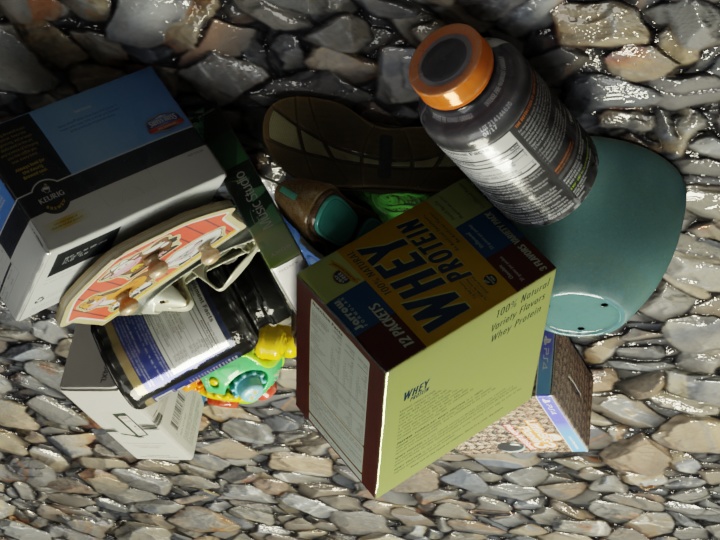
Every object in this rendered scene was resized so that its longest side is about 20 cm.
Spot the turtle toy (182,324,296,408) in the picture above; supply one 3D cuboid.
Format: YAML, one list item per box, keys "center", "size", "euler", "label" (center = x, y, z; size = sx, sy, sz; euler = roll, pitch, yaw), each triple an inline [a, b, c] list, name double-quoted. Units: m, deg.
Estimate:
- center: [-0.145, 0.106, 1.938]
  size: [0.144, 0.102, 0.200]
  euler: [9, 179, 12]
  label: "turtle toy"

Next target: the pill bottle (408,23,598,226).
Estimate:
- center: [0.119, -0.129, 1.447]
  size: [0.105, 0.107, 0.200]
  euler: [-10, 147, 31]
  label: "pill bottle"

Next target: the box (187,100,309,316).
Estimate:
- center: [-0.091, -0.046, 1.578]
  size: [0.036, 0.201, 0.145]
  euler: [-30, 147, -2]
  label: "box"

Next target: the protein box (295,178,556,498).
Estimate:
- center: [0.055, 0.063, 1.553]
  size: [0.198, 0.135, 0.201]
  euler: [-30, 148, -24]
  label: "protein box"

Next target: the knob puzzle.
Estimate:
- center: [-0.194, 0.001, 1.547]
  size: [0.218, 0.031, 0.220]
  euler: [-32, 171, -5]
  label: "knob puzzle"

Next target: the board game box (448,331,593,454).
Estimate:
- center: [0.153, 0.138, 1.948]
  size: [0.198, 0.098, 0.160]
  euler: [-5, 150, 23]
  label: "board game box"

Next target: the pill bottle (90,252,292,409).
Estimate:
- center: [-0.179, 0.057, 1.799]
  size: [0.199, 0.112, 0.112]
  euler: [-28, 149, -3]
  label: "pill bottle"

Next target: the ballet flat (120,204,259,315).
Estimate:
- center: [-0.175, 0.005, 1.717]
  size: [0.199, 0.064, 0.067]
  euler: [-35, 173, 0]
  label: "ballet flat"

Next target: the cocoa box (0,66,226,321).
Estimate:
- center: [-0.249, -0.072, 1.515]
  size: [0.199, 0.132, 0.134]
  euler: [-27, 165, -36]
  label: "cocoa box"

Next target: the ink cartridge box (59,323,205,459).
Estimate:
- center: [-0.258, 0.116, 1.967]
  size: [0.083, 0.147, 0.200]
  euler: [-2, 150, 22]
  label: "ink cartridge box"

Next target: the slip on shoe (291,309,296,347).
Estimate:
- center: [0.017, 0.057, 1.872]
  size: [0.198, 0.061, 0.076]
  euler: [1, 152, 14]
  label: "slip on shoe"

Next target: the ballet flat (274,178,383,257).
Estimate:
- center: [-0.027, -0.039, 1.569]
  size: [0.072, 0.068, 0.200]
  euler: [28, 176, 28]
  label: "ballet flat"

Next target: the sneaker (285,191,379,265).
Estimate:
- center: [-0.001, 0.001, 1.674]
  size: [0.200, 0.077, 0.111]
  euler: [51, 155, 7]
  label: "sneaker"

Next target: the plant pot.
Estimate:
- center: [0.210, -0.017, 1.598]
  size: [0.198, 0.136, 0.201]
  euler: [5, 152, 3]
  label: "plant pot"

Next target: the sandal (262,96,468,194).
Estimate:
- center: [0.004, -0.109, 1.566]
  size: [0.198, 0.081, 0.054]
  euler: [9, 174, -10]
  label: "sandal"

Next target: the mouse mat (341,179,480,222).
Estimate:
- center: [0.045, -0.071, 1.684]
  size: [0.159, 0.008, 0.200]
  euler: [-1, 150, 17]
  label: "mouse mat"
